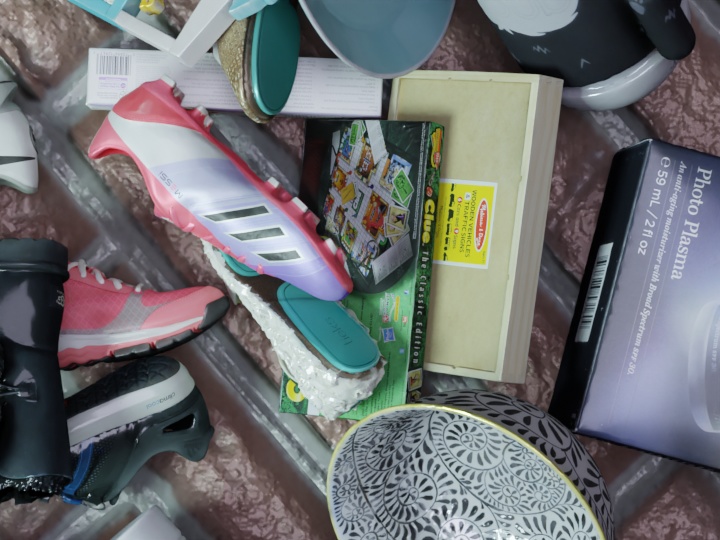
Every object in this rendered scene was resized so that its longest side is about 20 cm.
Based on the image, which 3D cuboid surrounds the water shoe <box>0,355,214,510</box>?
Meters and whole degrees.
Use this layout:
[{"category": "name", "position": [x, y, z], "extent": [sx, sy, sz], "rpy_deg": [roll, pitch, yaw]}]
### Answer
[{"category": "water shoe", "position": [-0.193, 0.130, 1.437], "extent": [0.200, 0.072, 0.079], "rpy_deg": [-24, 109, 6]}]

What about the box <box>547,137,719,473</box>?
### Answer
[{"category": "box", "position": [0.250, 0.034, 1.447], "extent": [0.198, 0.123, 0.200], "rpy_deg": [14, 87, -5]}]

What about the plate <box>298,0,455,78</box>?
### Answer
[{"category": "plate", "position": [0.000, -0.225, 1.429], "extent": [0.026, 0.200, 0.201], "rpy_deg": [-3, 87, 37]}]

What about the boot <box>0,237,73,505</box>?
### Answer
[{"category": "boot", "position": [-0.277, 0.069, 1.376], "extent": [0.200, 0.076, 0.168], "rpy_deg": [-3, 73, 8]}]

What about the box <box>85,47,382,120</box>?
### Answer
[{"category": "box", "position": [-0.085, -0.125, 1.470], "extent": [0.200, 0.039, 0.042], "rpy_deg": [1, 89, -4]}]

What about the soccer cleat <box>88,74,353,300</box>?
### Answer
[{"category": "soccer cleat", "position": [-0.089, -0.041, 1.409], "extent": [0.200, 0.067, 0.076], "rpy_deg": [44, 90, 11]}]

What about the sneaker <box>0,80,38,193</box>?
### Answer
[{"category": "sneaker", "position": [-0.307, -0.051, 1.435], "extent": [0.200, 0.074, 0.089], "rpy_deg": [-20, 87, -4]}]

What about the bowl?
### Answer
[{"category": "bowl", "position": [0.087, 0.144, 1.389], "extent": [0.201, 0.201, 0.094], "rpy_deg": [43, 44, -1]}]

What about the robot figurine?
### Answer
[{"category": "robot figurine", "position": [0.139, -0.193, 1.416], "extent": [0.125, 0.200, 0.150], "rpy_deg": [-20, 46, 19]}]

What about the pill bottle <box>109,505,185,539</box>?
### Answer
[{"category": "pill bottle", "position": [-0.102, 0.256, 1.415], "extent": [0.120, 0.120, 0.200], "rpy_deg": [-40, 91, -4]}]

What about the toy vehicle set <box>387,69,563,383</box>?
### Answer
[{"category": "toy vehicle set", "position": [0.064, -0.031, 1.439], "extent": [0.124, 0.026, 0.200], "rpy_deg": [8, 91, 41]}]

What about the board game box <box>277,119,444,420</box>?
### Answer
[{"category": "board game box", "position": [0.000, 0.000, 1.452], "extent": [0.105, 0.023, 0.200], "rpy_deg": [4, 88, 33]}]

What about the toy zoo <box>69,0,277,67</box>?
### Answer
[{"category": "toy zoo", "position": [-0.128, -0.216, 1.428], "extent": [0.200, 0.020, 0.131], "rpy_deg": [29, 85, 31]}]

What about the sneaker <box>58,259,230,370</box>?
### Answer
[{"category": "sneaker", "position": [-0.188, 0.022, 1.441], "extent": [0.200, 0.074, 0.087], "rpy_deg": [-11, 87, -4]}]

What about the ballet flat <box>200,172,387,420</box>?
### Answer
[{"category": "ballet flat", "position": [-0.057, 0.019, 1.441], "extent": [0.072, 0.072, 0.200], "rpy_deg": [-32, 62, -4]}]

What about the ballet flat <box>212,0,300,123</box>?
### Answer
[{"category": "ballet flat", "position": [-0.071, -0.184, 1.446], "extent": [0.065, 0.071, 0.200], "rpy_deg": [-2, 60, 24]}]
